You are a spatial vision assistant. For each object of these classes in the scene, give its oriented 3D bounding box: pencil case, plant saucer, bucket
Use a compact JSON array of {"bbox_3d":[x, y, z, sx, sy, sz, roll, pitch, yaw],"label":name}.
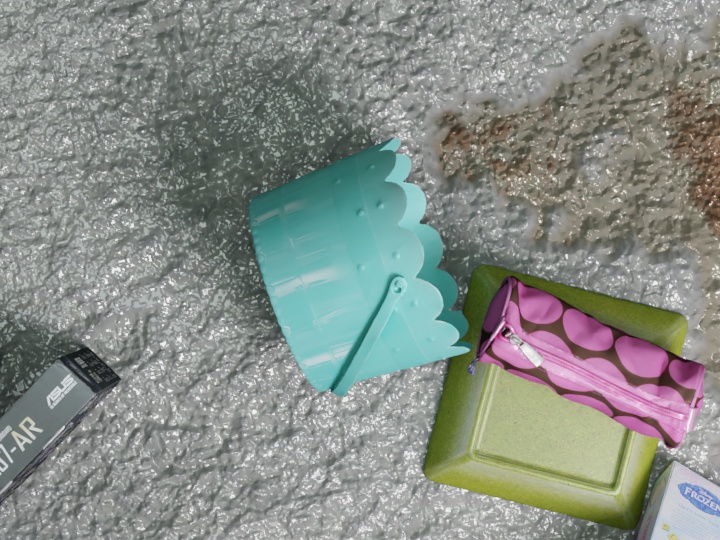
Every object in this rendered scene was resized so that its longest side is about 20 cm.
[{"bbox_3d":[0.196,0.081,1.564,0.200,0.094,0.091,23,90,-2],"label":"pencil case"},{"bbox_3d":[0.174,0.113,1.634,0.200,0.048,0.200,14,90,-1],"label":"plant saucer"},{"bbox_3d":[0.000,0.000,1.559,0.135,0.207,0.207,-20,90,8],"label":"bucket"}]

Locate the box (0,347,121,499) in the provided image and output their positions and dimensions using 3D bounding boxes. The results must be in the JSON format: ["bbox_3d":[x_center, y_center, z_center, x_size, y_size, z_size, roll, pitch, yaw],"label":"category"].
[{"bbox_3d":[-0.279,0.139,1.551,0.044,0.200,0.160,44,90,-1],"label":"box"}]

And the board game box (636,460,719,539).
[{"bbox_3d":[0.321,0.289,1.577,0.200,0.041,0.200,31,45,-1],"label":"board game box"}]
